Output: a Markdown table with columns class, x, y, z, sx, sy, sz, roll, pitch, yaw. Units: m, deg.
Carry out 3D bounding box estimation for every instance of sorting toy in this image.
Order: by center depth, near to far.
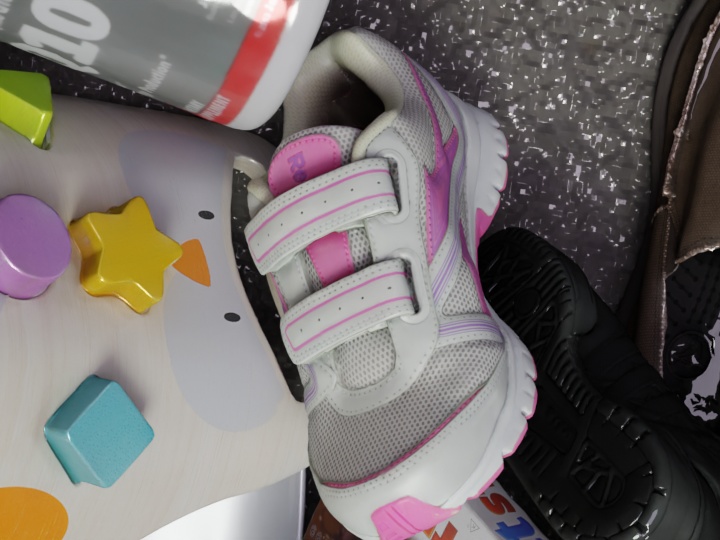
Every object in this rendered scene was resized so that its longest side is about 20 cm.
| class | x | y | z | sx | sy | sz | roll | pitch | yaw |
| --- | --- | --- | --- | --- | --- | --- | --- | --- | --- |
| sorting toy | -0.092 | 0.007 | 0.894 | 0.179 | 0.107 | 0.201 | -2 | 67 | -35 |

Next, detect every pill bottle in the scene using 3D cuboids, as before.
| class | x | y | z | sx | sy | sz | roll | pitch | yaw |
| --- | --- | --- | --- | --- | --- | --- | --- | --- | --- |
| pill bottle | -0.107 | -0.132 | 0.884 | 0.199 | 0.114 | 0.114 | 20 | 94 | -12 |

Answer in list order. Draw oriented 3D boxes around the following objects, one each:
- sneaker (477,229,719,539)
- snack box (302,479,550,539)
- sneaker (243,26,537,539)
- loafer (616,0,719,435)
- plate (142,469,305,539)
| class | x | y | z | sx | sy | sz | roll | pitch | yaw |
| --- | --- | --- | --- | --- | --- | --- | --- | --- | --- |
| sneaker | 0.097 | 0.071 | 0.895 | 0.060 | 0.200 | 0.104 | -45 | 125 | 12 |
| snack box | 0.053 | 0.129 | 0.891 | 0.024 | 0.200 | 0.072 | -6 | 132 | -41 |
| sneaker | 0.000 | 0.000 | 0.881 | 0.081 | 0.201 | 0.088 | -29 | 131 | 23 |
| loafer | 0.142 | -0.018 | 0.966 | 0.073 | 0.071 | 0.201 | 10 | 96 | -12 |
| plate | -0.121 | 0.148 | 0.962 | 0.199 | 0.032 | 0.201 | 0 | 99 | -10 |
